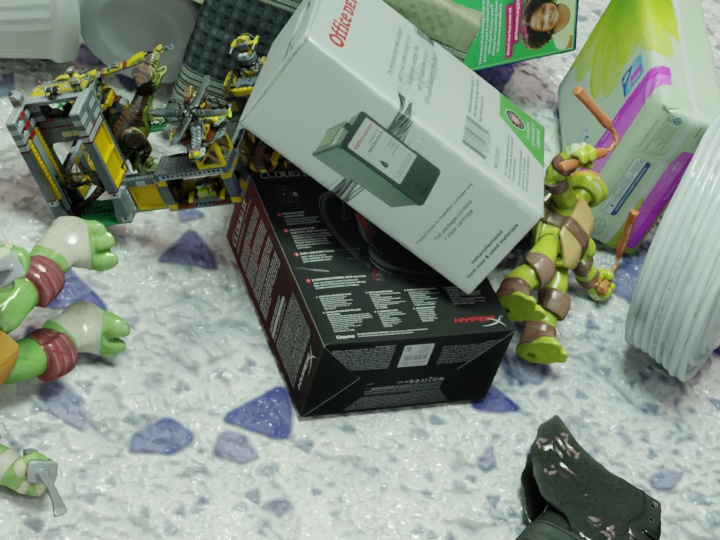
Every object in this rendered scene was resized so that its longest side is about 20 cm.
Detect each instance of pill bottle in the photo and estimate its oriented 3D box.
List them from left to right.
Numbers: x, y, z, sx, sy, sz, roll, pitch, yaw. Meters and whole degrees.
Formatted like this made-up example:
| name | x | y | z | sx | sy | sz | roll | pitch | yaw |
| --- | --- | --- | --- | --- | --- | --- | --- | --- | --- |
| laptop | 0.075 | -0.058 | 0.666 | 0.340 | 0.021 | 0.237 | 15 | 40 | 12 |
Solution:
| name | x | y | z | sx | sy | sz | roll | pitch | yaw |
| --- | --- | --- | --- | --- | --- | --- | --- | --- | --- |
| pill bottle | -0.146 | -0.256 | 1.386 | 0.110 | 0.112 | 0.201 | 18 | 52 | -2 |

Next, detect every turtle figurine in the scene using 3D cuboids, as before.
| name | x | y | z | sx | sy | sz | roll | pitch | yaw |
| --- | --- | --- | --- | --- | --- | --- | --- | --- | --- |
| turtle figurine | -0.196 | 0.054 | 1.059 | 0.145 | 0.199 | 0.194 | 57 | 38 | -9 |
| turtle figurine | 0.145 | -0.025 | 1.276 | 0.064 | 0.201 | 0.162 | 12 | 56 | 24 |

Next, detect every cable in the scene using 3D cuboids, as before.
| name | x | y | z | sx | sy | sz | roll | pitch | yaw |
| --- | --- | --- | --- | --- | --- | --- | --- | --- | --- |
| cable | 0.259 | -0.021 | 1.275 | 0.069 | 0.201 | 0.201 | 27 | 64 | 17 |

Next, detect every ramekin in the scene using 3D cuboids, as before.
| name | x | y | z | sx | sy | sz | roll | pitch | yaw |
| --- | --- | --- | --- | --- | --- | --- | --- | --- | --- |
| ramekin | -0.275 | -0.254 | 1.324 | 0.093 | 0.204 | 0.203 | -10 | 48 | -13 |

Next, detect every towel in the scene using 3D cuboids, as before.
| name | x | y | z | sx | sy | sz | roll | pitch | yaw |
| --- | --- | --- | --- | --- | --- | --- | --- | --- | --- |
| towel | -0.028 | -0.152 | 1.295 | 0.198 | 0.193 | 0.035 | 21 | 39 | -7 |

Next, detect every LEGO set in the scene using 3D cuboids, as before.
| name | x | y | z | sx | sy | sz | roll | pitch | yaw |
| --- | --- | --- | --- | --- | --- | --- | --- | --- | --- |
| LEGO set | -0.153 | -0.118 | 1.226 | 0.198 | 0.117 | 0.155 | 0 | 43 | 26 |

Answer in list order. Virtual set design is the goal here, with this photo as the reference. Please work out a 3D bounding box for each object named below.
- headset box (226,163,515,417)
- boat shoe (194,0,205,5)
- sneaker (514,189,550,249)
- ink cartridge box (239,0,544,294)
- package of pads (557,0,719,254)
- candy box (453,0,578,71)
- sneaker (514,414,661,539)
| name | x | y | z | sx | sy | sz | roll | pitch | yaw |
| --- | --- | --- | --- | --- | --- | --- | --- | --- | --- |
| headset box | 0.000 | 0.000 | 1.241 | 0.147 | 0.075 | 0.201 | -4 | 46 | -25 |
| boat shoe | -0.072 | -0.239 | 1.322 | 0.200 | 0.074 | 0.063 | -9 | 26 | -32 |
| sneaker | 0.072 | -0.085 | 1.366 | 0.090 | 0.067 | 0.200 | -18 | 55 | -41 |
| ink cartridge box | 0.027 | -0.100 | 1.197 | 0.199 | 0.084 | 0.146 | 36 | 27 | -12 |
| package of pads | 0.222 | -0.131 | 1.411 | 0.068 | 0.155 | 0.201 | 18 | 42 | -14 |
| candy box | 0.055 | -0.217 | 1.451 | 0.199 | 0.078 | 0.168 | -18 | 27 | -35 |
| sneaker | 0.175 | 0.184 | 1.122 | 0.199 | 0.060 | 0.104 | 33 | 47 | 19 |
